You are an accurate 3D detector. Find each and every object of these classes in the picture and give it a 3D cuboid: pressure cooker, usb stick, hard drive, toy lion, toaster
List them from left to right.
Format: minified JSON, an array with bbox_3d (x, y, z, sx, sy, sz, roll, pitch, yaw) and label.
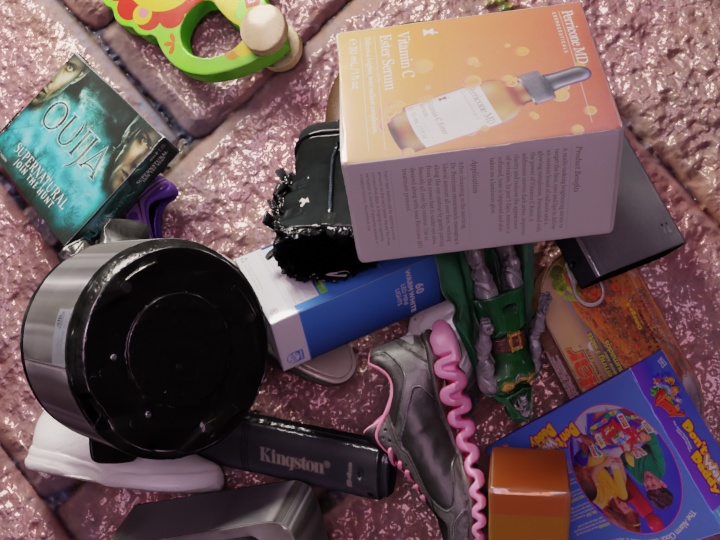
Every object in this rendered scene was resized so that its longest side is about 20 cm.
[{"bbox_3d":[-0.191,0.058,0.840,0.176,0.199,0.179,-49,115,-25],"label":"pressure cooker"},{"bbox_3d":[-0.169,-0.283,1.003,0.189,0.069,0.203,-14,80,12],"label":"toy lion"},{"bbox_3d":[-0.104,0.288,0.851,0.197,0.119,0.184,-10,95,7],"label":"toaster"},{"bbox_3d":[-0.062,0.164,0.903,0.197,0.033,0.056,7,97,23],"label":"usb stick"},{"bbox_3d":[0.197,-0.093,0.894,0.138,0.033,0.202,-16,74,-40],"label":"hard drive"}]

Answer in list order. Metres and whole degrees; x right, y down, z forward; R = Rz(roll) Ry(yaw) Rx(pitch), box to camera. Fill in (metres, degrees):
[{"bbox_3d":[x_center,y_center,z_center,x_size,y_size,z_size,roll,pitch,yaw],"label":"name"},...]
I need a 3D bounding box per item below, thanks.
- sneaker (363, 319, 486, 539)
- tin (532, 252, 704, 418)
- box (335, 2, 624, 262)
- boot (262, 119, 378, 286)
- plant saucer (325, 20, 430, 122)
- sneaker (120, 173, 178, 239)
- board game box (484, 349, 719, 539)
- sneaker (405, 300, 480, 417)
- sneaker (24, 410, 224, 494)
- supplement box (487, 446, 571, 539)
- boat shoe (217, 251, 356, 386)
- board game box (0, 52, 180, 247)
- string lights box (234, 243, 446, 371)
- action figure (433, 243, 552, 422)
[{"bbox_3d":[0.052,0.147,0.826,0.094,0.079,0.203,-10,81,1],"label":"sneaker"},{"bbox_3d":[0.224,0.076,0.883,0.111,0.042,0.202,-20,77,-24],"label":"tin"},{"bbox_3d":[0.085,-0.107,0.767,0.197,0.107,0.154,-7,49,3],"label":"box"},{"bbox_3d":[0.015,-0.069,0.857,0.195,0.074,0.164,-5,40,12],"label":"boot"},{"bbox_3d":[0.060,-0.151,0.961,0.197,0.037,0.204,-1,81,8],"label":"plant saucer"},{"bbox_3d":[-0.228,-0.003,0.954,0.082,0.081,0.203,16,83,4],"label":"sneaker"},{"bbox_3d":[0.202,0.168,0.816,0.044,0.200,0.136,-19,75,-36],"label":"board game box"},{"bbox_3d":[0.074,0.086,0.913,0.086,0.075,0.202,28,82,27],"label":"sneaker"},{"bbox_3d":[-0.216,0.157,0.926,0.197,0.075,0.090,7,75,14],"label":"sneaker"},{"bbox_3d":[0.137,0.250,0.826,0.065,0.069,0.203,1,110,7],"label":"supplement box"},{"bbox_3d":[-0.091,0.048,0.945,0.199,0.057,0.067,33,60,7],"label":"boat shoe"},{"bbox_3d":[-0.271,-0.117,0.959,0.136,0.028,0.200,-48,52,-2],"label":"board game box"},{"bbox_3d":[0.000,0.000,0.883,0.198,0.060,0.103,-22,41,-12],"label":"string lights box"},{"bbox_3d":[0.120,0.035,0.841,0.117,0.055,0.203,-19,108,-22],"label":"action figure"}]
